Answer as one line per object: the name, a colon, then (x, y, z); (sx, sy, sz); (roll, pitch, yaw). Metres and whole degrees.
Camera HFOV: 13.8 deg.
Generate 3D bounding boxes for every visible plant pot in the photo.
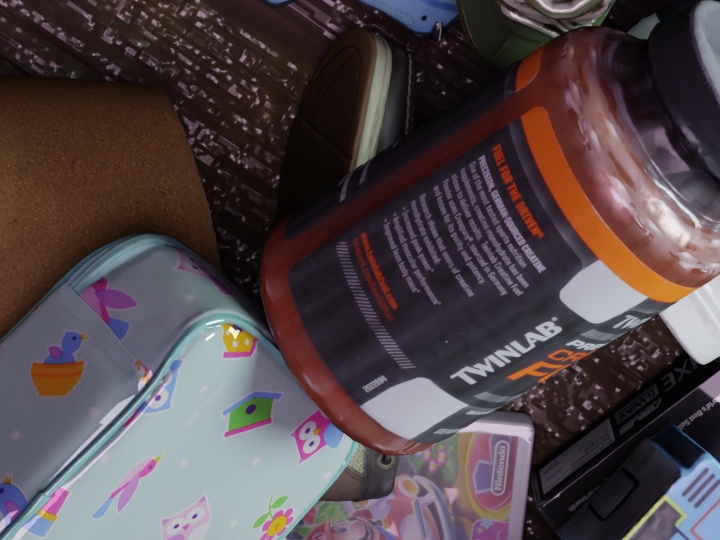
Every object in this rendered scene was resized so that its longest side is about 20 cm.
plant pot: (-0.163, -0.003, 1.189); (0.199, 0.186, 0.187); (-16, 107, -12)

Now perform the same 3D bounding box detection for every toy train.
toy train: (0.108, 0.163, 1.215); (0.114, 0.087, 0.200); (43, 92, -10)

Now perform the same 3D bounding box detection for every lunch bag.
lunch bag: (-0.102, 0.092, 1.148); (0.200, 0.077, 0.160); (-46, 146, 3)

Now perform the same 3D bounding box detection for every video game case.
video game case: (-0.030, 0.124, 1.296); (0.199, 0.018, 0.144); (5, 107, -2)

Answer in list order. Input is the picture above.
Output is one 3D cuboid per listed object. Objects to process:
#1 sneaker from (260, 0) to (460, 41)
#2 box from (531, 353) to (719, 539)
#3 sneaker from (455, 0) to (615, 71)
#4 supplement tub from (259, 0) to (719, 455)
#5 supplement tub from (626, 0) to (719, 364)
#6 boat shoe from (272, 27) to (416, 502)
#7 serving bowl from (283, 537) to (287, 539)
sneaker: (0.044, -0.139, 1.203); (0.199, 0.079, 0.090); (2, 125, 2)
box: (0.198, 0.092, 1.273); (0.200, 0.050, 0.158); (-37, 103, 9)
sneaker: (0.069, -0.121, 1.089); (0.067, 0.090, 0.200); (15, 142, -2)
supplement tub: (0.065, -0.019, 1.090); (0.200, 0.107, 0.107); (-32, 105, 29)
supplement tub: (0.189, -0.066, 1.179); (0.200, 0.140, 0.141); (-32, 104, 9)
boat shoe: (0.000, 0.000, 1.238); (0.065, 0.073, 0.201); (6, 102, -23)
serving bowl: (-0.101, 0.178, 1.246); (0.199, 0.066, 0.201); (-2, 79, 12)
